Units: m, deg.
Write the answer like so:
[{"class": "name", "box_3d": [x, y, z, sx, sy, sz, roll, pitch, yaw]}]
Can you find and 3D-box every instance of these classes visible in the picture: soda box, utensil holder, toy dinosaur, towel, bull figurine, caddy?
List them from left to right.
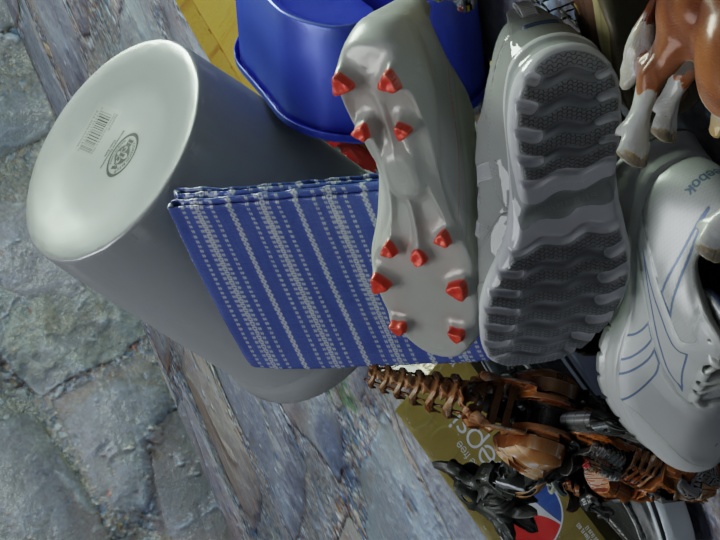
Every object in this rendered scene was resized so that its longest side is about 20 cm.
[{"class": "utensil holder", "box_3d": [-0.089, -0.031, 1.249, 0.200, 0.170, 0.170, 34, -169, -39]}, {"class": "caddy", "box_3d": [-0.002, -0.149, 1.221, 0.200, 0.141, 0.105, -128, 25, -51]}, {"class": "towel", "box_3d": [0.000, 0.000, 1.125, 0.024, 0.199, 0.145, -68, -35, -43]}, {"class": "soda box", "box_3d": [0.109, 0.146, 1.301, 0.064, 0.068, 0.200, 24, -156, -52]}, {"class": "toy dinosaur", "box_3d": [0.104, 0.087, 1.110, 0.200, 0.102, 0.136, 39, 160, -4]}, {"class": "bull figurine", "box_3d": [0.174, -0.067, 0.805, 0.122, 0.065, 0.200, -61, 34, 28]}]

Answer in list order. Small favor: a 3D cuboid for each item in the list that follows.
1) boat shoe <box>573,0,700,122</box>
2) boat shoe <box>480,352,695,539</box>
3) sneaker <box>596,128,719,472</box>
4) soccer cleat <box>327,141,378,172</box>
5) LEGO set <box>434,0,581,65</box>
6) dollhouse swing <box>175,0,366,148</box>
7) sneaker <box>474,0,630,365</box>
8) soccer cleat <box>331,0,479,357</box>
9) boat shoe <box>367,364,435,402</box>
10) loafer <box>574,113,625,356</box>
[{"class": "boat shoe", "box_3d": [0.116, -0.166, 0.896, 0.068, 0.072, 0.201, 46, 156, 52]}, {"class": "boat shoe", "box_3d": [0.137, 0.112, 1.215, 0.200, 0.071, 0.072, 58, 162, 33]}, {"class": "sneaker", "box_3d": [0.169, 0.030, 0.988, 0.087, 0.074, 0.201, 44, 152, 49]}, {"class": "soccer cleat", "box_3d": [0.036, -0.021, 1.367, 0.200, 0.085, 0.069, 52, 130, 36]}, {"class": "LEGO set", "box_3d": [0.058, -0.168, 1.014, 0.154, 0.115, 0.200, 85, 159, -48]}, {"class": "dollhouse swing", "box_3d": [-0.026, -0.201, 1.449, 0.181, 0.176, 0.200, 20, -149, -50]}, {"class": "sneaker", "box_3d": [0.093, -0.041, 0.964, 0.082, 0.074, 0.201, -107, 18, -51]}, {"class": "soccer cleat", "box_3d": [0.037, -0.046, 1.014, 0.069, 0.078, 0.201, 6, 127, 28]}, {"class": "boat shoe", "box_3d": [0.086, 0.105, 1.437, 0.075, 0.075, 0.202, 42, -177, -43]}, {"class": "loafer", "box_3d": [0.129, -0.018, 1.071, 0.068, 0.076, 0.200, 60, 173, 27]}]
